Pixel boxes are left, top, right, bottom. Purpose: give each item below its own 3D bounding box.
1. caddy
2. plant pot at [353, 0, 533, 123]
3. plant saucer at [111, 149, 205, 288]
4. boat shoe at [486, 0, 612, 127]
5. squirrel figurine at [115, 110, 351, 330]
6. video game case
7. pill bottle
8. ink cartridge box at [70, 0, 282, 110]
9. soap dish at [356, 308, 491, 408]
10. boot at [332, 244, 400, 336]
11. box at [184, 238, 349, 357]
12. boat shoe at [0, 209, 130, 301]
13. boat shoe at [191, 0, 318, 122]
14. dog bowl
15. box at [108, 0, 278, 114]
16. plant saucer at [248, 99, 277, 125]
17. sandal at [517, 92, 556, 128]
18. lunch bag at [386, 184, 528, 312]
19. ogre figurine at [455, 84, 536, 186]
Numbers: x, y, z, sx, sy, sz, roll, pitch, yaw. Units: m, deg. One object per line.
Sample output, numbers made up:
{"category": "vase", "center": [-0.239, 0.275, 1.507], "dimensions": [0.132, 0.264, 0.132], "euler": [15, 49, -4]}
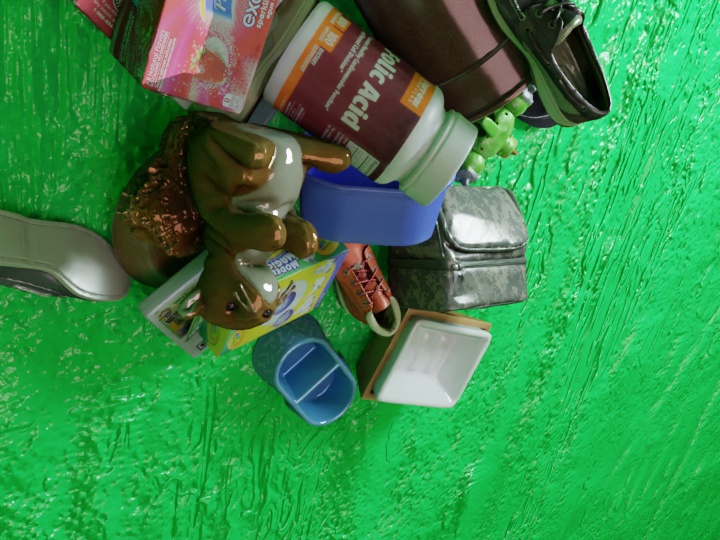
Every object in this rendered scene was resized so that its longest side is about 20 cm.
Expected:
{"category": "caddy", "center": [0.011, -0.110, 0.895], "dimensions": [0.195, 0.143, 0.107], "euler": [3, 128, -9]}
{"category": "plant pot", "center": [0.082, -0.291, 0.813], "dimensions": [0.200, 0.200, 0.198], "euler": [-45, 122, -3]}
{"category": "plant saucer", "center": [-0.175, -0.055, 0.854], "dimensions": [0.198, 0.035, 0.203], "euler": [-30, 141, -27]}
{"category": "boat shoe", "center": [0.185, -0.231, 0.737], "dimensions": [0.072, 0.066, 0.203], "euler": [-41, 112, -21]}
{"category": "squirrel figurine", "center": [-0.131, -0.047, 0.740], "dimensions": [0.141, 0.197, 0.191], "euler": [-16, 123, -60]}
{"category": "video game case", "center": [-0.147, 0.010, 0.901], "dimensions": [0.199, 0.022, 0.183], "euler": [-40, 162, -9]}
{"category": "pill bottle", "center": [0.012, -0.161, 0.771], "dimensions": [0.198, 0.114, 0.115], "euler": [34, 97, -9]}
{"category": "ink cartridge box", "center": [-0.155, -0.278, 0.708], "dimensions": [0.201, 0.083, 0.147], "euler": [-48, 135, 0]}
{"category": "soap dish", "center": [0.095, 0.127, 1.184], "dimensions": [0.198, 0.081, 0.160], "euler": [13, 110, -43]}
{"category": "boot", "center": [0.000, 0.000, 1.005], "dimensions": [0.074, 0.107, 0.202], "euler": [-34, 133, -11]}
{"category": "box", "center": [-0.110, 0.027, 0.908], "dimensions": [0.198, 0.049, 0.118], "euler": [-24, 154, -42]}
{"category": "boat shoe", "center": [-0.326, -0.010, 0.787], "dimensions": [0.061, 0.074, 0.199], "euler": [-16, 156, 31]}
{"category": "boat shoe", "center": [-0.100, -0.237, 0.786], "dimensions": [0.064, 0.072, 0.202], "euler": [33, 96, -8]}
{"category": "dog bowl", "center": [-0.071, 0.147, 1.088], "dimensions": [0.111, 0.050, 0.201], "euler": [-41, 136, -9]}
{"category": "box", "center": [-0.123, -0.246, 0.624], "dimensions": [0.094, 0.100, 0.203], "euler": [8, 114, -39]}
{"category": "plant saucer", "center": [-0.155, -0.139, 0.850], "dimensions": [0.201, 0.019, 0.070], "euler": [-51, 136, 3]}
{"category": "sandal", "center": [0.241, -0.238, 1.078], "dimensions": [0.197, 0.043, 0.077], "euler": [-1, 119, -38]}
{"category": "lunch bag", "center": [0.135, -0.035, 1.069], "dimensions": [0.197, 0.138, 0.172], "euler": [-3, 93, -38]}
{"category": "ogre figurine", "center": [0.135, -0.183, 0.953], "dimensions": [0.199, 0.120, 0.099], "euler": [-41, 135, -6]}
